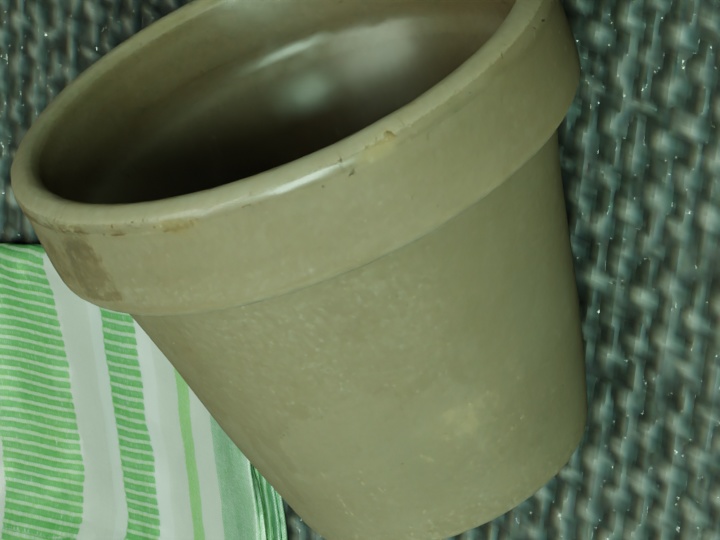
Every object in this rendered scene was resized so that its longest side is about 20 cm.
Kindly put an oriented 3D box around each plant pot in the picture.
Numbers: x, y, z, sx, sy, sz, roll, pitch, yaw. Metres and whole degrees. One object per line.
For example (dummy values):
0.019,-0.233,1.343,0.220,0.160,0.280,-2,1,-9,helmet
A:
0.000,0.000,1.022,0.200,0.200,0.175,4,125,45,plant pot

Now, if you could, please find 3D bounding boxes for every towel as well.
-0.112,0.064,1.266,0.200,0.023,0.153,6,109,44,towel
